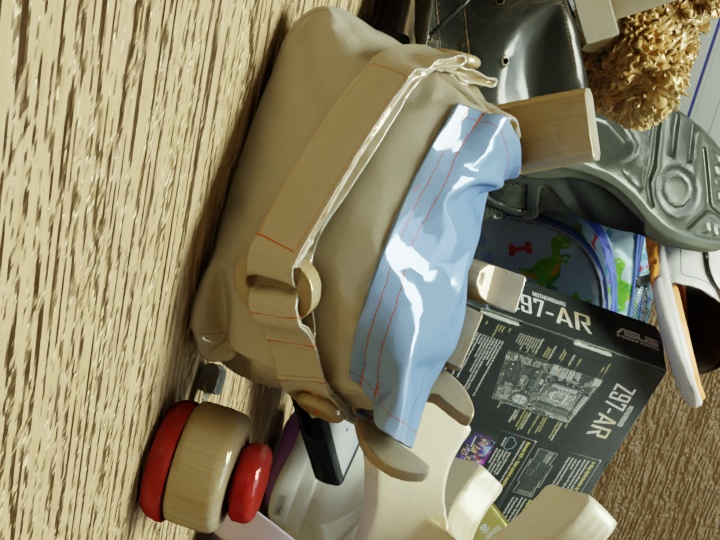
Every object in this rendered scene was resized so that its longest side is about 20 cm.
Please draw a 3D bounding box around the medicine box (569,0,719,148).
[{"bbox_3d":[0.152,-0.161,1.131,0.103,0.199,0.183,-61,167,-60],"label":"medicine box"}]

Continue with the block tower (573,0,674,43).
[{"bbox_3d":[0.117,-0.207,0.963,0.054,0.058,0.201,61,16,-47],"label":"block tower"}]

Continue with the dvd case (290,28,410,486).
[{"bbox_3d":[0.000,0.000,0.904,0.200,0.017,0.143,79,32,-58],"label":"dvd case"}]

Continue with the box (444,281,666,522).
[{"bbox_3d":[0.073,0.096,1.163,0.044,0.159,0.201,-88,-161,-54],"label":"box"}]

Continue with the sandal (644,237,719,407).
[{"bbox_3d":[0.206,-0.011,1.151,0.207,0.059,0.079,-89,163,-45],"label":"sandal"}]

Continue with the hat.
[{"bbox_3d":[0.071,-0.100,0.919,0.201,0.080,0.202,-2,90,-85],"label":"hat"}]

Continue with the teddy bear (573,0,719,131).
[{"bbox_3d":[0.163,-0.175,0.987,0.067,0.145,0.200,20,113,-43],"label":"teddy bear"}]

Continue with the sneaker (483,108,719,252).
[{"bbox_3d":[0.122,-0.060,1.094,0.114,0.198,0.077,-18,-123,64],"label":"sneaker"}]

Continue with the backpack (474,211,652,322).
[{"bbox_3d":[0.111,-0.012,1.280,0.147,0.182,0.201,-53,150,-66],"label":"backpack"}]

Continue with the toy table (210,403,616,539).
[{"bbox_3d":[0.040,0.143,0.885,0.117,0.200,0.184,-49,-155,-12],"label":"toy table"}]

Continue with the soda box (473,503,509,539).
[{"bbox_3d":[0.011,0.212,1.064,0.200,0.064,0.068,-38,180,-5],"label":"soda box"}]

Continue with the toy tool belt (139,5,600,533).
[{"bbox_3d":[0.006,0.013,0.691,0.125,0.122,0.201,50,58,-82],"label":"toy tool belt"}]

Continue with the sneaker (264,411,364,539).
[{"bbox_3d":[-0.007,0.148,1.057,0.200,0.099,0.075,99,9,-62],"label":"sneaker"}]
